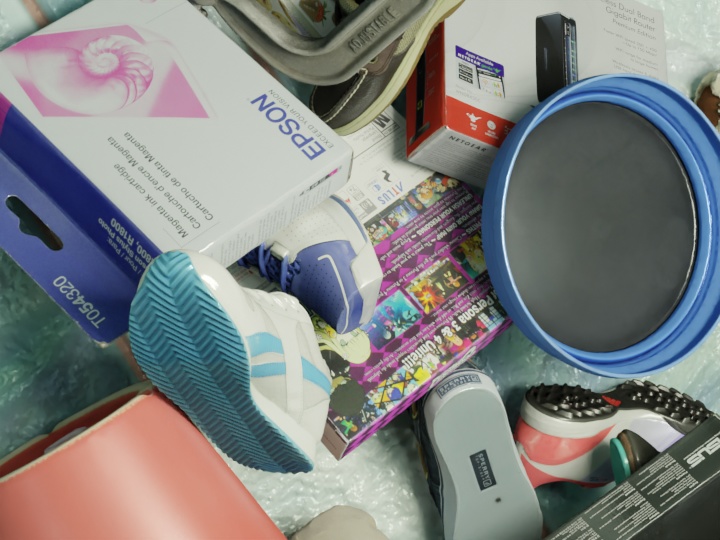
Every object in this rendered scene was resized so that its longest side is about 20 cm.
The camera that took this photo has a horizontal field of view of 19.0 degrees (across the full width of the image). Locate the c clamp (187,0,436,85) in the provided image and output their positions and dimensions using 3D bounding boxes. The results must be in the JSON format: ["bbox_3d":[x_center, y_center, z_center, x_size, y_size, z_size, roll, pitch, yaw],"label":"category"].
[{"bbox_3d":[-0.049,-0.189,1.335,0.171,0.200,0.027,46,49,-15],"label":"c clamp"}]

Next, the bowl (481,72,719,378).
[{"bbox_3d":[0.167,-0.030,1.432,0.200,0.039,0.202,1,89,-29],"label":"bowl"}]

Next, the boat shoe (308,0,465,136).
[{"bbox_3d":[0.014,-0.170,1.388,0.065,0.200,0.073,15,40,-29],"label":"boat shoe"}]

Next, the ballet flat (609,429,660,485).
[{"bbox_3d":[0.215,0.183,1.555,0.068,0.068,0.201,-12,133,-6],"label":"ballet flat"}]

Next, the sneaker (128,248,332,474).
[{"bbox_3d":[-0.075,0.041,1.267,0.200,0.076,0.081,61,37,-51],"label":"sneaker"}]

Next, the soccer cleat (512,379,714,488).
[{"bbox_3d":[0.189,0.126,1.588,0.199,0.068,0.074,3,114,-40],"label":"soccer cleat"}]

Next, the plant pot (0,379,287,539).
[{"bbox_3d":[-0.140,0.176,1.296,0.200,0.200,0.178,-32,96,-30],"label":"plant pot"}]

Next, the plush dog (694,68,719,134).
[{"bbox_3d":[0.367,-0.074,1.635,0.160,0.171,0.201,-14,96,-33],"label":"plush dog"}]

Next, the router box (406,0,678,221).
[{"bbox_3d":[0.125,-0.131,1.501,0.199,0.049,0.180,18,55,-27],"label":"router box"}]

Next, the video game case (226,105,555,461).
[{"bbox_3d":[0.000,0.000,1.422,0.200,0.036,0.181,-37,76,-29],"label":"video game case"}]

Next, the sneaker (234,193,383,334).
[{"bbox_3d":[-0.080,-0.029,1.357,0.115,0.081,0.200,-26,62,-22],"label":"sneaker"}]

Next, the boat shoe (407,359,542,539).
[{"bbox_3d":[0.075,0.127,1.504,0.070,0.091,0.201,-19,128,-8],"label":"boat shoe"}]

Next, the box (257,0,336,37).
[{"bbox_3d":[-0.076,-0.229,1.424,0.039,0.041,0.200,-43,112,-26],"label":"box"}]

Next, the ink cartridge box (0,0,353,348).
[{"bbox_3d":[-0.141,-0.075,1.308,0.200,0.043,0.196,-35,65,-30],"label":"ink cartridge box"}]

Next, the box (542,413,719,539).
[{"bbox_3d":[0.192,0.219,1.482,0.200,0.048,0.194,-33,142,-13],"label":"box"}]

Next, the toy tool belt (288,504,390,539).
[{"bbox_3d":[0.030,0.249,1.429,0.200,0.123,0.125,27,106,-36],"label":"toy tool belt"}]
